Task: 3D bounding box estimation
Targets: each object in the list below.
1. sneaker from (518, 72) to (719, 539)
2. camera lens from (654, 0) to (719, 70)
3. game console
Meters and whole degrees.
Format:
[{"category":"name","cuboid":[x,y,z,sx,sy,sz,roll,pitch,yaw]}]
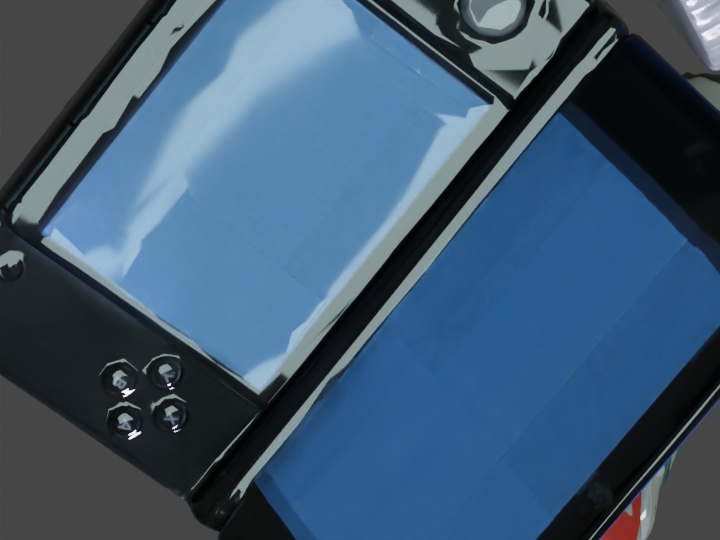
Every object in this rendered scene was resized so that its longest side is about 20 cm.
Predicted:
[{"category":"sneaker","cuboid":[0.077,0.042,0.864,0.070,0.093,0.201,24,105,-16]},{"category":"camera lens","cuboid":[0.137,-0.167,0.760,0.199,0.160,0.160,-34,111,4]},{"category":"game console","cuboid":[0.000,0.000,0.824,0.170,0.118,0.200,36,101,-19]}]
